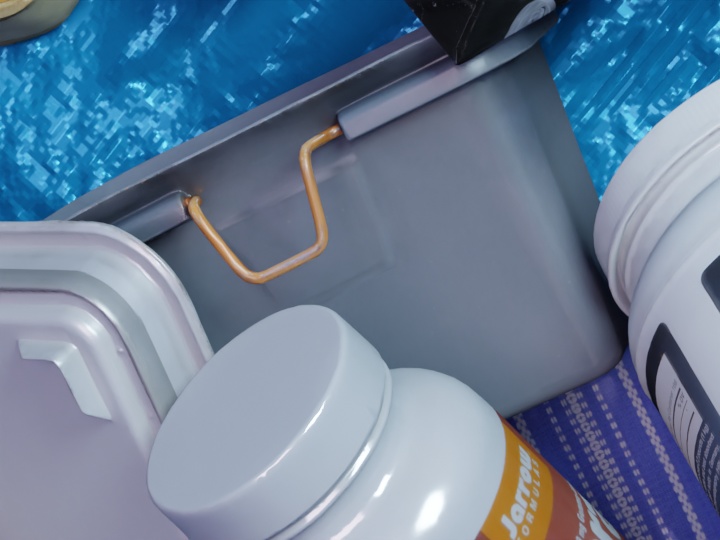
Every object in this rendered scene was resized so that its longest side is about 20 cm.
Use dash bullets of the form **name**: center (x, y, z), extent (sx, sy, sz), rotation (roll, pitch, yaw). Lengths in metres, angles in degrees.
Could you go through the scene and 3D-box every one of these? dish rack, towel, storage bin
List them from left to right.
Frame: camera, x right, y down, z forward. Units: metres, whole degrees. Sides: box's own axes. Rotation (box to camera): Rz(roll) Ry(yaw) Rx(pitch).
- **dish rack**: center (-0.107, 0.078, 1.037), extent (0.171, 0.044, 0.201), rotation (0, 124, 39)
- **storage bin**: center (0.000, 0.000, 1.031), extent (0.199, 0.146, 0.135), rotation (-26, 96, 15)
- **towel**: center (0.061, 0.122, 1.071), extent (0.199, 0.024, 0.145), rotation (-26, 85, 15)

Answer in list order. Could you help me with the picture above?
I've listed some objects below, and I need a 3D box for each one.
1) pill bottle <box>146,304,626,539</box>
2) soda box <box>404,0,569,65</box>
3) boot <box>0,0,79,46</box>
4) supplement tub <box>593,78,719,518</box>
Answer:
- **pill bottle**: center (0.026, 0.105, 0.968), extent (0.112, 0.112, 0.200), rotation (-38, 118, 14)
- **soda box**: center (0.094, -0.150, 0.968), extent (0.200, 0.063, 0.071), rotation (-31, 73, -25)
- **boot**: center (-0.131, -0.163, 1.094), extent (0.200, 0.071, 0.145), rotation (-11, 84, 11)
- **supplement tub**: center (0.171, 0.040, 0.929), extent (0.140, 0.140, 0.200), rotation (-37, 55, 14)
